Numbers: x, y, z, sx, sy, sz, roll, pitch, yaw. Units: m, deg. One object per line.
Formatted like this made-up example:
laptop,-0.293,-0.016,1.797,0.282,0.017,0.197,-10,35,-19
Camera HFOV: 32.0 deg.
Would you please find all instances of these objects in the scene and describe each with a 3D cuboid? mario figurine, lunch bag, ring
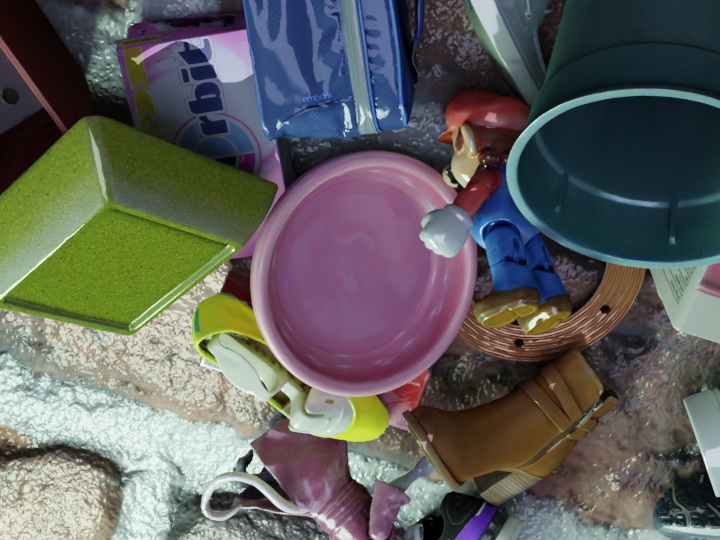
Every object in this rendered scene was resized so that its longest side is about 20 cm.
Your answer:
mario figurine,0.100,-0.047,0.986,0.104,0.203,0.124,-13,157,8
lunch bag,-0.016,-0.206,0.945,0.130,0.136,0.203,-6,113,5
ring,0.149,-0.013,1.089,0.197,0.019,0.203,1,114,2

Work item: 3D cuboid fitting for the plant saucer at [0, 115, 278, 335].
plant saucer,-0.186,-0.016,0.948,0.199,0.048,0.199,-36,148,26

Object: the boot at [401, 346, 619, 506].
boot,0.133,0.122,1.094,0.154,0.074,0.199,-41,145,12

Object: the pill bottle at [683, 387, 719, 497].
pill bottle,0.388,0.123,1.082,0.197,0.120,0.121,-20,112,12

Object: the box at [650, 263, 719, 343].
box,0.326,-0.050,1.002,0.107,0.128,0.202,17,115,-6

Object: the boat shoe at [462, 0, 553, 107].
boat shoe,0.117,-0.215,0.968,0.071,0.070,0.202,-28,117,2

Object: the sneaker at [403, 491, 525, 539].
sneaker,0.082,0.286,1.208,0.099,0.070,0.202,29,125,13

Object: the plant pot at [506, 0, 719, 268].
plant pot,0.217,-0.139,0.906,0.197,0.198,0.201,11,149,6

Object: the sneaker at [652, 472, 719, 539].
sneaker,0.371,0.240,1.162,0.197,0.078,0.087,-4,118,5

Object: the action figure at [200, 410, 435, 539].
action figure,-0.018,0.208,1.124,0.200,0.148,0.135,42,132,14

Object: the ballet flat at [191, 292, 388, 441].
ballet flat,-0.062,0.097,1.054,0.199,0.067,0.067,38,114,-14

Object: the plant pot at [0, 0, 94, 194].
plant pot,-0.319,-0.145,0.967,0.198,0.177,0.201,-28,111,16

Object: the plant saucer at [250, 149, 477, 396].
plant saucer,0.000,0.000,1.032,0.198,0.051,0.204,-6,105,-22

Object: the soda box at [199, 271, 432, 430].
soda box,-0.037,0.071,1.113,0.197,0.064,0.071,18,115,-4

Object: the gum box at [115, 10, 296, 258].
gum box,-0.120,-0.112,1.030,0.112,0.066,0.203,-7,114,6
